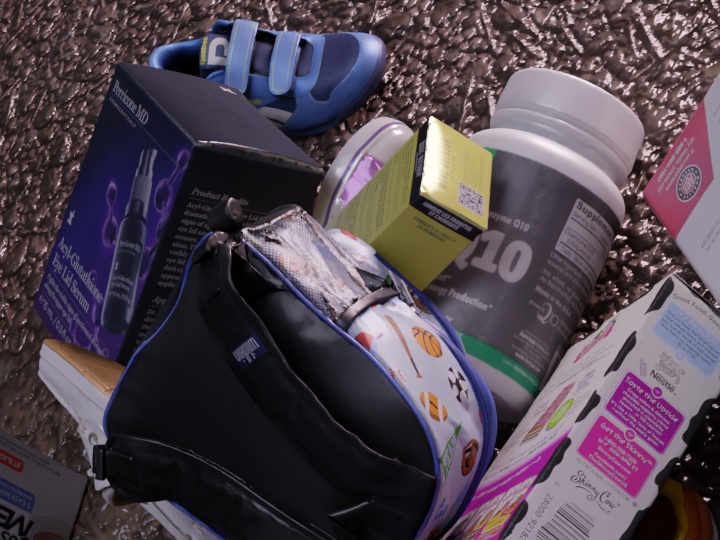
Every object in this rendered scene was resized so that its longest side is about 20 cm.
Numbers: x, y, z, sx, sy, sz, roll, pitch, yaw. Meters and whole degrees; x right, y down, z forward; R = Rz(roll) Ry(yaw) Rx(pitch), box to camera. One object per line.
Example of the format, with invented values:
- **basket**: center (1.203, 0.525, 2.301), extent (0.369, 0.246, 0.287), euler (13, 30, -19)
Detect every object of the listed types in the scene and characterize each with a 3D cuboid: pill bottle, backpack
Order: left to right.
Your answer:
- **backpack**: center (-0.025, 0.081, 0.951), extent (0.190, 0.154, 0.200), euler (45, 127, 19)
- **pill bottle**: center (0.096, -0.016, 1.080), extent (0.113, 0.113, 0.201), euler (13, 72, 40)

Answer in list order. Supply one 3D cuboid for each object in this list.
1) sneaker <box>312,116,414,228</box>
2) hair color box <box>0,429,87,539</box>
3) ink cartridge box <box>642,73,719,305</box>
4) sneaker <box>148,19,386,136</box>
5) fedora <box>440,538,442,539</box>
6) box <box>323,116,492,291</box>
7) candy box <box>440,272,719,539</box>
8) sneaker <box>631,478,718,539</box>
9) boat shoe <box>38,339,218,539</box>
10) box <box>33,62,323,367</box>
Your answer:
- **sneaker**: center (0.018, 0.001, 1.163), extent (0.114, 0.073, 0.202), euler (18, 86, 38)
- **hair color box**: center (-0.273, 0.217, 1.209), extent (0.064, 0.111, 0.201), euler (-1, 63, 36)
- **ink cartridge box**: center (0.261, -0.028, 0.951), extent (0.147, 0.082, 0.201), euler (-60, 40, 32)
- **sneaker**: center (-0.074, -0.148, 1.308), extent (0.199, 0.082, 0.074), euler (-7, 58, 31)
- **fedora**: center (-0.008, 0.200, 1.045), extent (0.200, 0.082, 0.202), euler (-16, 56, 26)
- **box**: center (0.000, 0.000, 1.049), extent (0.200, 0.050, 0.076), euler (-45, 24, 36)
- **candy box**: center (0.115, 0.110, 0.939), extent (0.200, 0.061, 0.136), euler (-53, 3, -28)
- **sneaker**: center (0.122, 0.200, 0.954), extent (0.073, 0.077, 0.201), euler (23, 80, 41)
- **boat shoe**: center (-0.141, 0.115, 1.074), extent (0.200, 0.071, 0.070), euler (37, 103, 32)
- **box**: center (-0.130, -0.020, 1.197), extent (0.148, 0.104, 0.201), euler (42, 117, 51)
